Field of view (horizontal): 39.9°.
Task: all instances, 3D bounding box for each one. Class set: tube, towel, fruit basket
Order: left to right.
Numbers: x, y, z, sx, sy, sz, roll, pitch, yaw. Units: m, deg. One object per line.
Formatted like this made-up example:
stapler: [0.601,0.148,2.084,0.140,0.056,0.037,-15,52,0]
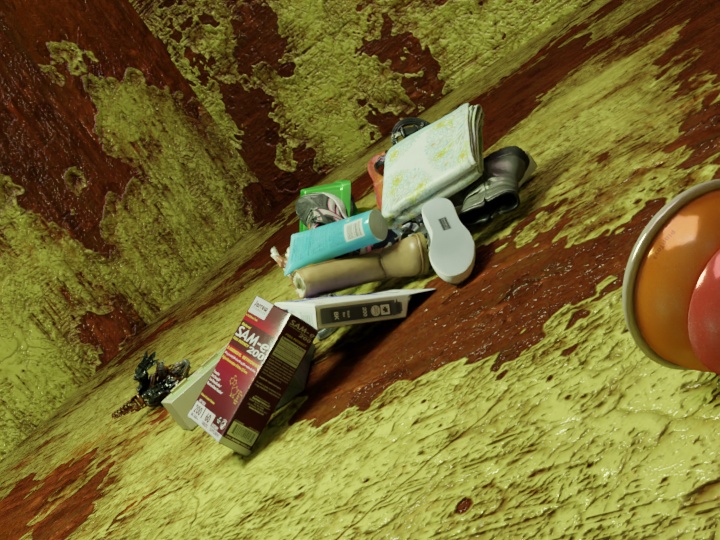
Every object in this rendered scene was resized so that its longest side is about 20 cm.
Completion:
tube: [-0.048,-0.049,1.621,0.198,0.050,0.078,-16,48,36]
fruit basket: [-0.021,-0.075,1.949,0.214,0.217,0.155,-37,9,-3]
towel: [0.115,-0.173,1.609,0.198,0.048,0.173,-30,32,30]

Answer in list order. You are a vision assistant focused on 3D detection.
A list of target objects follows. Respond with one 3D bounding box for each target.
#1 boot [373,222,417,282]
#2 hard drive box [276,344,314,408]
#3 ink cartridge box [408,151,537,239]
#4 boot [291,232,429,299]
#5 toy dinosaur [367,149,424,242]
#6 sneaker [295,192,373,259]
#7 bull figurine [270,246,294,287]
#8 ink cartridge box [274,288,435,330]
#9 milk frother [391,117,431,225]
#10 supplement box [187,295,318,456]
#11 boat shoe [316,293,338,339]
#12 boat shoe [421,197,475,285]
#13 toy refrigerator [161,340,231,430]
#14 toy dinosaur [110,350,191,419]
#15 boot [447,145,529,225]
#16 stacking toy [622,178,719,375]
boot: [0.053,-0.063,1.804,0.072,0.091,0.200,-31,12,27]
hard drive box: [-0.160,0.165,1.575,0.155,0.077,0.200,-35,11,10]
ink cartridge box: [0.186,-0.110,1.711,0.200,0.043,0.196,-47,14,-26]
boot: [0.000,0.000,1.591,0.197,0.067,0.175,-12,-8,-14]
toy dinosaur: [0.055,-0.144,1.722,0.105,0.182,0.199,-44,-26,16]
sneaker: [-0.061,-0.079,1.718,0.085,0.082,0.199,2,24,-41]
bull figurine: [-0.068,-0.050,1.822,0.200,0.121,0.066,-46,-31,-20]
ink cartridge box: [-0.011,0.058,1.522,0.197,0.044,0.198,-7,1,-22]
milk frother: [0.112,-0.222,1.912,0.179,0.202,0.188,-26,-10,-19]
supplement box: [-0.153,0.147,1.408,0.108,0.061,0.202,20,79,53]
boat shoe: [-0.076,0.062,1.754,0.073,0.068,0.200,-35,11,10]
boat shoe: [0.130,-0.031,1.482,0.069,0.067,0.201,-16,35,-1]
toy refrigerator: [-0.261,0.194,1.797,0.200,0.070,0.076,-42,12,-22]
toy dinosaur: [-0.444,0.257,2.142,0.202,0.101,0.136,-61,-1,-32]
boot: [0.171,-0.119,1.566,0.198,0.068,0.131,-21,29,38]
stacking toy: [0.279,0.035,0.651,0.145,0.147,0.200,-37,29,-1]
